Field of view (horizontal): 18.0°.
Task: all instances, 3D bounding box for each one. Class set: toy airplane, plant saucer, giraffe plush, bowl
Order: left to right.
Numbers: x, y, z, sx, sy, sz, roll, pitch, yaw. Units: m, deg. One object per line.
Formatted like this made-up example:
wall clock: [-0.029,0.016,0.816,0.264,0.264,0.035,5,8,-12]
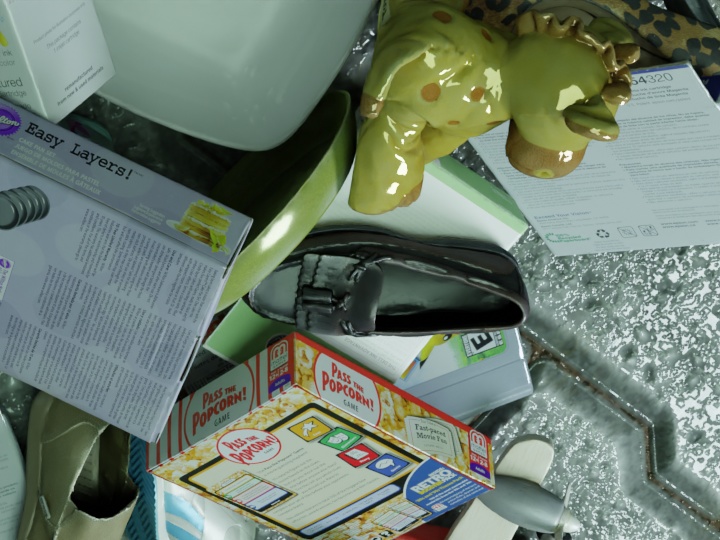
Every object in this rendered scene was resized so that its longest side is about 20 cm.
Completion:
bowl: [-0.096,-0.194,1.476,0.199,0.075,0.200,23,108,-26]
plant saucer: [-0.068,-0.036,1.495,0.031,0.200,0.200,42,100,-15]
toy airplane: [0.085,0.238,1.724,0.199,0.141,0.200,-23,122,-3]
giraffe plush: [0.088,-0.119,1.425,0.162,0.173,0.200,11,158,2]

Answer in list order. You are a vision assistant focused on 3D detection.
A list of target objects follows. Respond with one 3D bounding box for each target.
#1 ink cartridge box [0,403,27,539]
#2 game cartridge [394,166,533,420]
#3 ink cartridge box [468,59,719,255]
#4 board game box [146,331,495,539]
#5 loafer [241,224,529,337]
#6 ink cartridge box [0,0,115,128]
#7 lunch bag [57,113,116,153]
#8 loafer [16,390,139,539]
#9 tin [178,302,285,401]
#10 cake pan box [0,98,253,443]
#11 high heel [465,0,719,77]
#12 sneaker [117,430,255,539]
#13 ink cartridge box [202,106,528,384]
ink cartridge box: [-0.333,0.170,1.616,0.199,0.041,0.200,-18,122,-9]
game cartridge: [0.044,0.031,1.664,0.133,0.040,0.200,-19,121,-3]
ink cartridge box: [0.180,-0.085,1.554,0.196,0.043,0.200,-4,143,33]
board game box: [-0.027,0.130,1.602,0.151,0.046,0.200,-31,136,33]
loafer: [0.019,0.012,1.536,0.200,0.063,0.072,0,117,-15]
ink cartridge box: [-0.253,-0.189,1.375,0.144,0.085,0.200,-1,119,31]
lunch bag: [-0.264,-0.030,1.510,0.200,0.077,0.161,4,121,-17]
loafer: [-0.199,0.176,1.617,0.076,0.067,0.200,-20,116,-45]
tin: [-0.071,0.087,1.657,0.112,0.042,0.200,-31,122,-4]
cake pan box: [-0.179,0.005,1.402,0.184,0.052,0.200,26,137,1]
high heel: [0.155,-0.146,1.539,0.200,0.143,0.071,-16,158,-12]
sneaker: [-0.129,0.175,1.672,0.081,0.076,0.200,-29,122,-24]
ink cartridge box: [0.000,0.000,1.587,0.145,0.048,0.200,32,108,-28]
